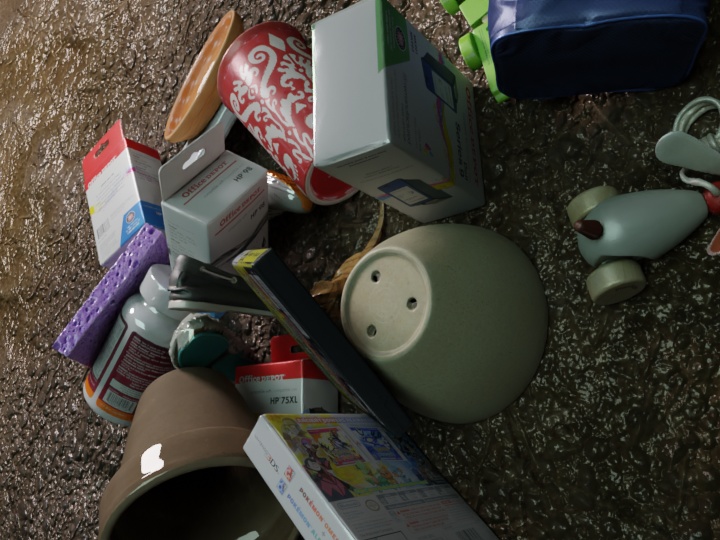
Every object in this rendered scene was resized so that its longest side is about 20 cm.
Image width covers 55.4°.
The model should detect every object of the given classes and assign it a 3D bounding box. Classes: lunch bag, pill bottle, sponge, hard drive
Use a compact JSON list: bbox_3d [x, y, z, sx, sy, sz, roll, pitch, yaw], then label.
[{"bbox_3d":[0.209,-0.242,0.596,0.195,0.136,0.136,0,80,13],"label":"lunch bag"},{"bbox_3d":[-0.289,0.101,0.936,0.109,0.109,0.202,41,105,36],"label":"pill bottle"},{"bbox_3d":[-0.330,0.039,0.940,0.029,0.112,0.202,31,73,6],"label":"sponge"},{"bbox_3d":[-0.203,-0.209,0.961,0.202,0.026,0.132,-57,26,14],"label":"hard drive"}]

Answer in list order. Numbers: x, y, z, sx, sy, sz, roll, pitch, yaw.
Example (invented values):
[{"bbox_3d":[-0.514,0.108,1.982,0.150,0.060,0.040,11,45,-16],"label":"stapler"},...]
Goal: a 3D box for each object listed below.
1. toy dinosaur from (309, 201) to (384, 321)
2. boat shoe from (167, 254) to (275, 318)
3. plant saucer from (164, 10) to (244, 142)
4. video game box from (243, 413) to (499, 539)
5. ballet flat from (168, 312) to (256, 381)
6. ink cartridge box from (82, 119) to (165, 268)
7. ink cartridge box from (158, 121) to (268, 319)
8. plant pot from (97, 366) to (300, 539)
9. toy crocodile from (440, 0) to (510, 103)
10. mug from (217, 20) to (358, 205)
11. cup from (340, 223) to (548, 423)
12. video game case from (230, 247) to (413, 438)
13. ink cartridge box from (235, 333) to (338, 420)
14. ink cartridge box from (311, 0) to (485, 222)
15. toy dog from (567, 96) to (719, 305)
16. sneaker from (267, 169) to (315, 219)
[{"bbox_3d":[0.000,0.000,0.753,0.059,0.201,0.108,23,127,8],"label":"toy dinosaur"},{"bbox_3d":[-0.124,0.022,0.768,0.066,0.198,0.059,-1,83,42],"label":"boat shoe"},{"bbox_3d":[-0.215,-0.267,0.968,0.200,0.037,0.203,-44,31,35],"label":"plant saucer"},{"bbox_3d":[0.015,0.206,0.623,0.182,0.198,0.047,46,109,35],"label":"video game box"},{"bbox_3d":[-0.181,0.086,0.802,0.070,0.200,0.074,-3,70,7],"label":"ballet flat"},{"bbox_3d":[-0.358,-0.115,1.057,0.115,0.067,0.203,-35,61,26],"label":"ink cartridge box"},{"bbox_3d":[-0.165,-0.053,0.800,0.066,0.116,0.203,25,139,17],"label":"ink cartridge box"},{"bbox_3d":[-0.166,0.199,0.707,0.201,0.198,0.176,-51,35,17],"label":"plant pot"},{"bbox_3d":[0.134,-0.272,0.732,0.067,0.061,0.204,-28,69,29],"label":"toy crocodile"},{"bbox_3d":[-0.059,-0.201,0.818,0.178,0.132,0.201,-49,59,20],"label":"mug"},{"bbox_3d":[0.062,0.041,0.660,0.197,0.142,0.205,-10,73,35],"label":"cup"},{"bbox_3d":[-0.045,0.062,0.666,0.025,0.201,0.180,-41,12,-12],"label":"video game case"},{"bbox_3d":[-0.087,0.169,0.793,0.114,0.067,0.205,-12,73,36],"label":"ink cartridge box"},{"bbox_3d":[0.042,-0.148,0.682,0.086,0.199,0.149,-12,72,31],"label":"ink cartridge box"},{"bbox_3d":[0.251,-0.055,0.563,0.200,0.095,0.133,-47,56,20],"label":"toy dog"},{"bbox_3d":[-0.127,-0.085,0.887,0.198,0.075,0.094,21,100,46],"label":"sneaker"}]
